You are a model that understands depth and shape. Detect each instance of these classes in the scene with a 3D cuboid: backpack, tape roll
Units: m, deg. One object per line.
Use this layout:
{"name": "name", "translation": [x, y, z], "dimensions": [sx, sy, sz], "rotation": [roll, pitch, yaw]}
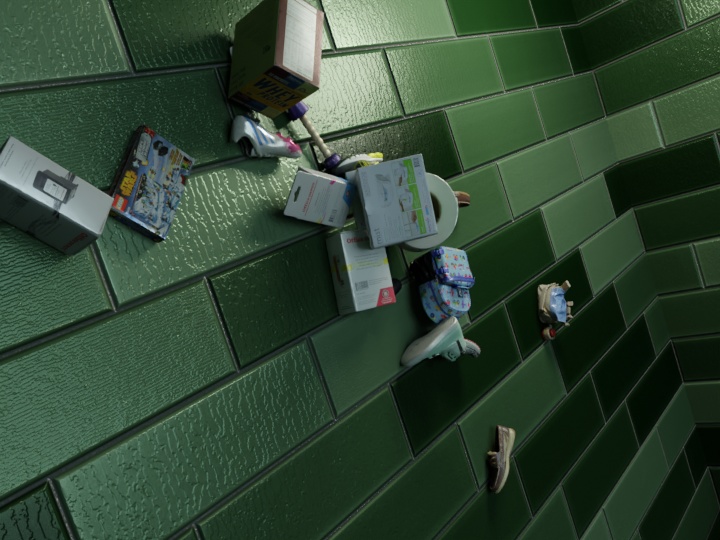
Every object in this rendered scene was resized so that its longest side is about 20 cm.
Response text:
{"name": "backpack", "translation": [0.251, 0.052, 1.923], "dimensions": [0.179, 0.133, 0.206], "rotation": [12, 58, -43]}
{"name": "tape roll", "translation": [0.164, -0.159, 1.843], "dimensions": [0.196, 0.139, 0.210], "rotation": [0, 87, -4]}

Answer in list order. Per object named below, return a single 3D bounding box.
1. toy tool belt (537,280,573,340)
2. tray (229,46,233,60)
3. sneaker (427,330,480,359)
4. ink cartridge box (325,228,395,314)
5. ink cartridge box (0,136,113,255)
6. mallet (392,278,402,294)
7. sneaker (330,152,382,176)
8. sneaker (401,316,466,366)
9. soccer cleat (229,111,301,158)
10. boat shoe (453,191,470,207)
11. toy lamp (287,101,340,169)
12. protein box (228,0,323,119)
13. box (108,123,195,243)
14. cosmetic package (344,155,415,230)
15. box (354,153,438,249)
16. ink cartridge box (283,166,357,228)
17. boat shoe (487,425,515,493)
{"name": "toy tool belt", "translation": [0.715, 0.146, 2.399], "dimensions": [0.123, 0.121, 0.207], "rotation": [12, 72, -42]}
{"name": "tray", "translation": [-0.244, -0.497, 1.662], "dimensions": [0.197, 0.022, 0.111], "rotation": [-9, 87, -46]}
{"name": "sneaker", "translation": [0.273, 0.233, 1.970], "dimensions": [0.195, 0.080, 0.077], "rotation": [16, 85, -27]}
{"name": "ink cartridge box", "translation": [0.000, 0.000, 1.734], "dimensions": [0.142, 0.082, 0.207], "rotation": [-9, 87, -38]}
{"name": "ink cartridge box", "translation": [-0.561, -0.124, 1.165], "dimensions": [0.198, 0.143, 0.085], "rotation": [34, 55, -33]}
{"name": "mallet", "translation": [0.056, -0.020, 1.841], "dimensions": [0.065, 0.041, 0.205], "rotation": [-27, 96, -43]}
{"name": "sneaker", "translation": [0.000, -0.275, 1.817], "dimensions": [0.197, 0.073, 0.087], "rotation": [-19, 98, -43]}
{"name": "sneaker", "translation": [0.215, 0.236, 1.864], "dimensions": [0.198, 0.074, 0.120], "rotation": [-35, 116, -6]}
{"name": "soccer cleat", "translation": [-0.233, -0.304, 1.604], "dimensions": [0.197, 0.069, 0.089], "rotation": [25, 79, -36]}
{"name": "boat shoe", "translation": [0.273, -0.213, 2.081], "dimensions": [0.195, 0.070, 0.073], "rotation": [2, 71, -36]}
{"name": "toy lamp", "translation": [-0.127, -0.362, 1.724], "dimensions": [0.202, 0.057, 0.059], "rotation": [56, 48, -21]}
{"name": "protein box", "translation": [-0.199, -0.506, 1.553], "dimensions": [0.133, 0.196, 0.207], "rotation": [16, 69, -40]}
{"name": "box", "translation": [-0.439, -0.181, 1.376], "dimensions": [0.136, 0.039, 0.205], "rotation": [34, 58, -36]}
{"name": "cosmetic package", "translation": [0.068, -0.204, 1.746], "dimensions": [0.194, 0.052, 0.156], "rotation": [-14, 91, -4]}
{"name": "box", "translation": [0.089, -0.171, 1.672], "dimensions": [0.171, 0.097, 0.207], "rotation": [-13, 90, -3]}
{"name": "ink cartridge box", "translation": [-0.114, -0.186, 1.650], "dimensions": [0.196, 0.067, 0.118], "rotation": [9, 108, -44]}
{"name": "boat shoe", "translation": [0.424, 0.584, 2.050], "dimensions": [0.070, 0.072, 0.205], "rotation": [20, 74, -6]}
